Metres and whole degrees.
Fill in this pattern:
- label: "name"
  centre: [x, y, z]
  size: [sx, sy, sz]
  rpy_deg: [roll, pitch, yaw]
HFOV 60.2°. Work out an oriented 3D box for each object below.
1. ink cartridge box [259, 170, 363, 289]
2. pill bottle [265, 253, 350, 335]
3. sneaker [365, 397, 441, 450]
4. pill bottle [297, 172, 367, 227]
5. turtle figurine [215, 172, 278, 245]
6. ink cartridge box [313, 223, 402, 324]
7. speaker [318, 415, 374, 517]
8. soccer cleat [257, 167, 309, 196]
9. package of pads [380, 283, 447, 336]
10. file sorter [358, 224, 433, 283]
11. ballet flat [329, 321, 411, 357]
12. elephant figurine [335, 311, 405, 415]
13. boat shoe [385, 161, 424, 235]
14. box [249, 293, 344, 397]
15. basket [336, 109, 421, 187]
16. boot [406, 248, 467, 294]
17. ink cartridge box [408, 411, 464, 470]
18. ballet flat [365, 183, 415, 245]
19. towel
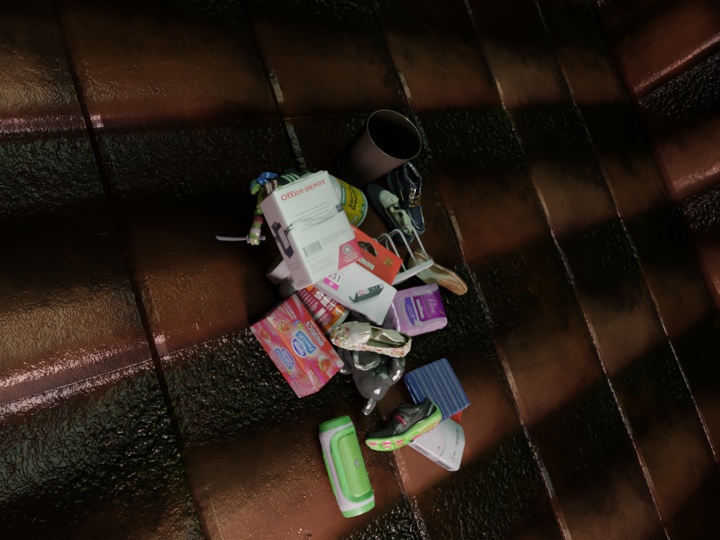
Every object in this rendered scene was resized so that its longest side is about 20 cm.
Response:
- label: "ink cartridge box"
  centre: [-0.103, -0.086, 1.304]
  size: [0.143, 0.084, 0.204]
  rpy_deg: [-26, 94, -31]
- label: "pill bottle"
  centre: [-0.120, 0.046, 1.449]
  size: [0.200, 0.109, 0.110]
  rpy_deg: [45, 52, -14]
- label: "sneaker"
  centre: [0.098, 0.370, 1.495]
  size: [0.196, 0.078, 0.085]
  rpy_deg: [-21, 57, -16]
- label: "pill bottle"
  centre: [-0.075, -0.172, 1.525]
  size: [0.199, 0.111, 0.116]
  rpy_deg: [16, 60, -58]
- label: "turtle figurine"
  centre: [-0.186, -0.103, 1.408]
  size: [0.193, 0.201, 0.143]
  rpy_deg: [42, 27, 11]
- label: "ink cartridge box"
  centre: [0.000, 0.000, 1.428]
  size: [0.198, 0.043, 0.176]
  rpy_deg: [33, 73, -19]
- label: "speaker"
  centre: [-0.032, 0.433, 1.382]
  size: [0.087, 0.088, 0.205]
  rpy_deg: [-10, 79, -38]
- label: "soccer cleat"
  centre: [-0.187, -0.212, 1.531]
  size: [0.198, 0.068, 0.082]
  rpy_deg: [-10, 62, -50]
- label: "package of pads"
  centre: [0.133, 0.111, 1.638]
  size: [0.197, 0.075, 0.124]
  rpy_deg: [-9, 81, -39]
- label: "file sorter"
  centre: [0.058, -0.020, 1.594]
  size: [0.198, 0.138, 0.127]
  rpy_deg: [-23, 84, -40]
- label: "ballet flat"
  centre: [0.029, 0.148, 1.414]
  size: [0.195, 0.064, 0.077]
  rpy_deg: [10, 56, -18]
- label: "elephant figurine"
  centre: [0.000, 0.199, 1.479]
  size: [0.200, 0.141, 0.156]
  rpy_deg: [44, 20, -11]
- label: "boat shoe"
  centre: [0.144, -0.203, 1.759]
  size: [0.070, 0.090, 0.204]
  rpy_deg: [-25, 88, -40]
- label: "box"
  centre: [-0.143, 0.169, 1.393]
  size: [0.099, 0.095, 0.202]
  rpy_deg: [-39, 97, -39]
- label: "basket"
  centre: [0.035, -0.313, 1.648]
  size: [0.177, 0.199, 0.140]
  rpy_deg: [0, 73, -35]
- label: "boot"
  centre: [0.210, 0.024, 1.740]
  size: [0.197, 0.073, 0.077]
  rpy_deg: [32, 63, -12]
- label: "ink cartridge box"
  centre: [0.207, 0.386, 1.605]
  size: [0.161, 0.057, 0.203]
  rpy_deg: [35, 60, -21]
- label: "ballet flat"
  centre: [0.092, -0.165, 1.719]
  size: [0.073, 0.073, 0.202]
  rpy_deg: [-35, 94, -40]
- label: "towel"
  centre: [0.199, 0.315, 1.615]
  size: [0.198, 0.024, 0.147]
  rpy_deg: [-9, 67, -50]
